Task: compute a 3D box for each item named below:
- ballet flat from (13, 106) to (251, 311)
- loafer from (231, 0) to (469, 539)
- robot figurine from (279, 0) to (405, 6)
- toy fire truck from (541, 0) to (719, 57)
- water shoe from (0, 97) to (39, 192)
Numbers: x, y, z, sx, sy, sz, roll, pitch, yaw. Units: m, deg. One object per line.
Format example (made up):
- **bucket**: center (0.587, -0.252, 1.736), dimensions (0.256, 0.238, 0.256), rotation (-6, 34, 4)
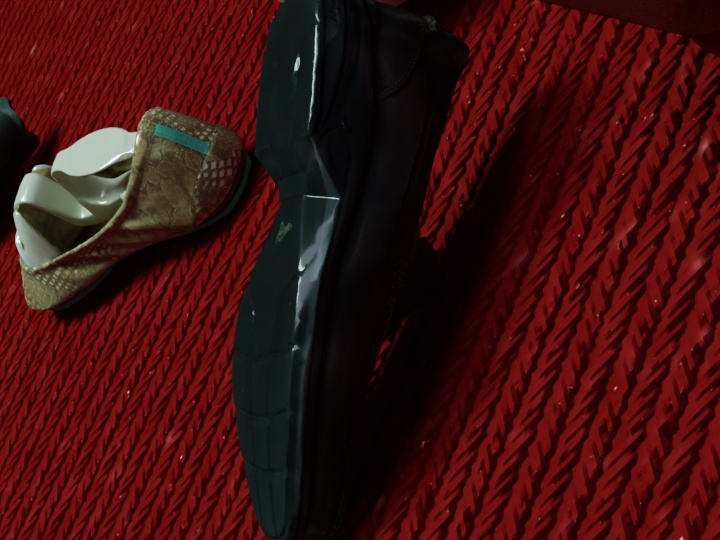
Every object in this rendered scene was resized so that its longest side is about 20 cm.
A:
- **ballet flat**: center (-0.128, -0.035, 1.091), dimensions (0.200, 0.065, 0.071), rotation (-29, 38, 48)
- **loafer**: center (0.000, 0.000, 0.807), dimensions (0.073, 0.072, 0.201), rotation (-175, 93, -67)
- **robot figurine**: center (0.013, -0.202, 0.937), dimensions (0.200, 0.150, 0.125), rotation (-51, 49, 16)
- **toy fire truck**: center (0.086, -0.166, 0.686), dimensions (0.167, 0.112, 0.201), rotation (17, 72, 22)
- **water shoe**: center (-0.254, -0.045, 1.363), dimensions (0.079, 0.072, 0.200), rotation (-41, 11, -33)
